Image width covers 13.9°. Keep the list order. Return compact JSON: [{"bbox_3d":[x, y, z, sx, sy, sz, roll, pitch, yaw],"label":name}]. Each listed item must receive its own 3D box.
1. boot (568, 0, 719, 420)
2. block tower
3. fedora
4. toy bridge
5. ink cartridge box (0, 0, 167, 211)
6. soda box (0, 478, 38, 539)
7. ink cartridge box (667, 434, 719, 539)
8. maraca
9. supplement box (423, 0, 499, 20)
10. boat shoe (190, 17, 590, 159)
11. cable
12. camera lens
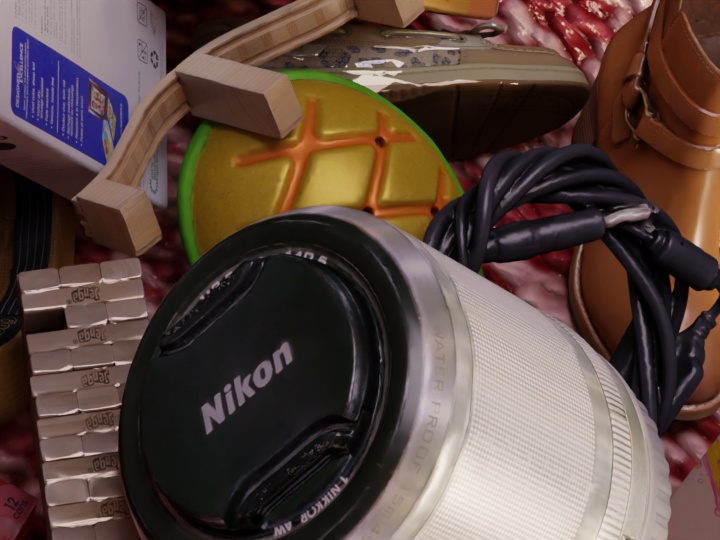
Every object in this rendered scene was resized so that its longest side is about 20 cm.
[{"bbox_3d":[0.154,-0.045,1.412,0.073,0.155,0.201,0,58,-20],"label":"boot"},{"bbox_3d":[-0.106,0.088,1.218,0.057,0.054,0.201,-8,60,-9],"label":"block tower"},{"bbox_3d":[-0.195,-0.024,1.295,0.081,0.201,0.201,-6,51,20],"label":"fedora"},{"bbox_3d":[-0.056,-0.080,1.322,0.067,0.027,0.200,16,48,43],"label":"toy bridge"},{"bbox_3d":[-0.140,-0.094,1.291,0.039,0.200,0.100,-5,75,19],"label":"ink cartridge box"},{"bbox_3d":[-0.206,0.166,1.192,0.063,0.070,0.200,28,53,2],"label":"soda box"},{"bbox_3d":[0.237,0.119,1.303,0.147,0.200,0.145,-19,66,-30],"label":"ink cartridge box"},{"bbox_3d":[0.000,0.000,1.361,0.137,0.107,0.200,-41,95,-19],"label":"maraca"},{"bbox_3d":[-0.020,-0.166,1.396,0.199,0.066,0.069,4,96,-44],"label":"supplement box"},{"bbox_3d":[0.016,-0.097,1.449,0.199,0.073,0.063,-1,60,-20],"label":"boat shoe"},{"bbox_3d":[0.074,0.044,1.329,0.163,0.051,0.200,44,81,-30],"label":"cable"},{"bbox_3d":[0.014,0.074,1.180,0.200,0.160,0.161,28,40,-49],"label":"camera lens"}]
